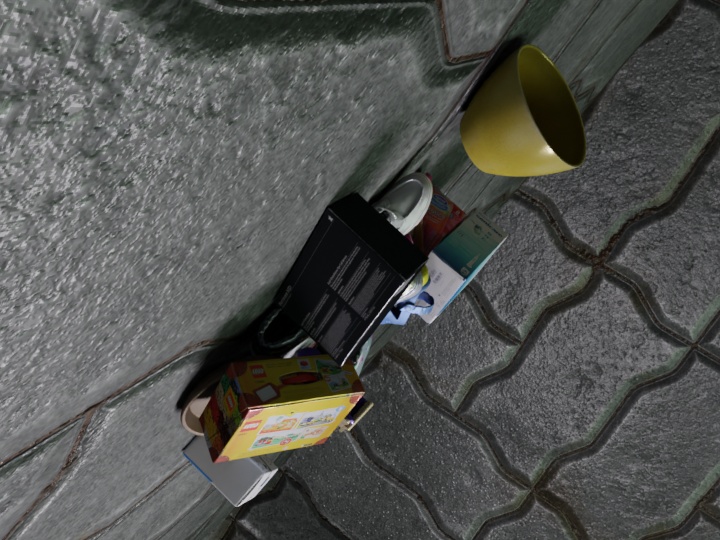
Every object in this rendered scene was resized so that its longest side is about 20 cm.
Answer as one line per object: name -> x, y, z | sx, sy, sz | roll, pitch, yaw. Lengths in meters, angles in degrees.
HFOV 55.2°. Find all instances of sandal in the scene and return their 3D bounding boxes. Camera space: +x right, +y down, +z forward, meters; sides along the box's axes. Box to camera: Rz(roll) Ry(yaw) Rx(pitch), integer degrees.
sandal -> 0.053, 0.070, 1.233 | 0.199, 0.087, 0.080 | -30, -153, 22

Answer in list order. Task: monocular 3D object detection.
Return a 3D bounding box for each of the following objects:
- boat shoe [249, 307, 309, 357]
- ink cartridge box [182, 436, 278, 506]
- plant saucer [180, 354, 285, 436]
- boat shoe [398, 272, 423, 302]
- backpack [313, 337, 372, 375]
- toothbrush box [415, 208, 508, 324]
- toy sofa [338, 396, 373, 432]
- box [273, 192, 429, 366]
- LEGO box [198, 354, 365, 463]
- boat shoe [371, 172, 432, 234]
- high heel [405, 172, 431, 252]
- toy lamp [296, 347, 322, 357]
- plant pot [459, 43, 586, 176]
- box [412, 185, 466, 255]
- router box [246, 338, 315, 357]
boat shoe -> -0.084, 0.068, 1.078 | 0.200, 0.071, 0.091 | -41, 174, -26
ink cartridge box -> -0.253, 0.380, 1.369 | 0.086, 0.146, 0.200 | -48, 171, -8
plant saucer -> -0.181, 0.191, 1.060 | 0.199, 0.030, 0.201 | -19, 146, -14
boat shoe -> 0.012, 0.042, 1.157 | 0.199, 0.072, 0.062 | -33, 148, 31
backpack -> -0.061, 0.158, 1.368 | 0.201, 0.166, 0.127 | -62, 177, 7
toothbrush box -> 0.181, -0.009, 1.332 | 0.200, 0.085, 0.147 | -38, 166, -45
toy sofa -> -0.069, 0.245, 1.483 | 0.083, 0.200, 0.098 | -42, 174, -26
box -> -0.018, 0.015, 0.967 | 0.079, 0.141, 0.200 | -39, 168, -50
LEGO box -> -0.117, 0.202, 1.024 | 0.199, 0.077, 0.149 | 1, 138, -38
boat shoe -> 0.032, -0.075, 1.071 | 0.200, 0.072, 0.068 | -40, 172, 9
high heel -> 0.105, -0.087, 1.227 | 0.067, 0.096, 0.200 | -39, 167, -38
toy lamp -> -0.124, 0.215, 1.254 | 0.058, 0.058, 0.200 | -37, 166, -47
plant pot -> 0.241, -0.229, 1.082 | 0.141, 0.201, 0.200 | -22, -171, 39
box -> 0.111, -0.058, 1.375 | 0.103, 0.095, 0.200 | -39, 167, -43
router box -> -0.168, 0.177, 1.220 | 0.200, 0.049, 0.179 | -48, 170, 3
